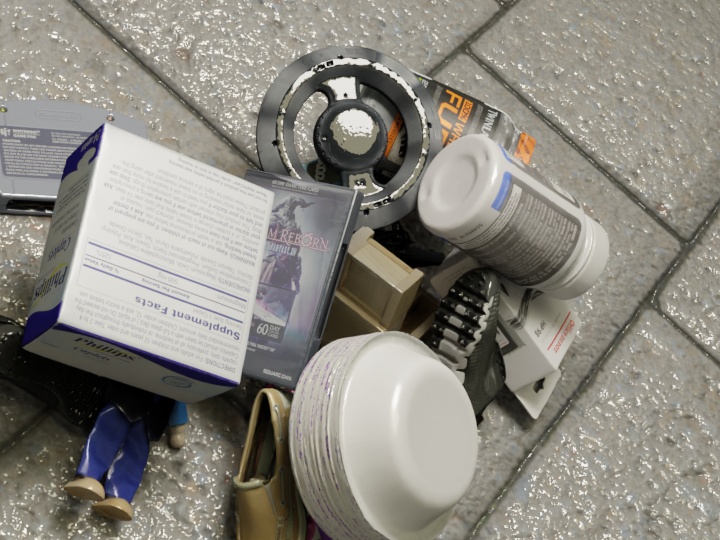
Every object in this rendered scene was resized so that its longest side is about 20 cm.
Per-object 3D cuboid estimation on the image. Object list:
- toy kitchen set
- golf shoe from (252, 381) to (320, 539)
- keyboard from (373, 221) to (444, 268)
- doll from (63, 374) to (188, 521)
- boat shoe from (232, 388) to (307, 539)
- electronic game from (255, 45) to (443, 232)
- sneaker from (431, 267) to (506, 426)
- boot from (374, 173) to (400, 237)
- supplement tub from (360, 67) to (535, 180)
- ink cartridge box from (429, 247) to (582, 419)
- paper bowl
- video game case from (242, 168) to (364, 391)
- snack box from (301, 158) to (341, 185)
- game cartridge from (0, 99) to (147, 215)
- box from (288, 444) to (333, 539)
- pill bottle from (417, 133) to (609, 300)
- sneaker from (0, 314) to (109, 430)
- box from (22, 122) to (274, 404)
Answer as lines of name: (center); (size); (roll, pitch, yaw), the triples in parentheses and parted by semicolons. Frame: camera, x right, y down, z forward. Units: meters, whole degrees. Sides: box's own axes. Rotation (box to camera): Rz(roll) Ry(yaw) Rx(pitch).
toy kitchen set: (0.000, 0.000, 1.500); (0.163, 0.200, 0.180); (37, 48, 15)
golf shoe: (-0.051, 0.177, 1.440); (0.091, 0.075, 0.201); (4, 63, -36)
keyboard: (0.010, -0.035, 1.569); (0.199, 0.104, 0.040); (9, 83, -37)
doll: (-0.209, 0.135, 1.364); (0.136, 0.048, 0.201); (46, 53, -39)
boat shoe: (-0.094, 0.210, 1.349); (0.076, 0.071, 0.201); (26, 63, -56)
electronic game: (-0.011, -0.138, 1.499); (0.199, 0.042, 0.201); (2, 81, -10)
sneaker: (0.120, 0.089, 1.529); (0.090, 0.201, 0.066); (0, 22, -42)
boot: (0.060, -0.115, 1.688); (0.153, 0.074, 0.204); (-1, 55, -22)
supplement tub: (0.085, -0.143, 1.590); (0.199, 0.123, 0.123); (23, 50, -2)
ink cartridge box: (0.176, 0.051, 1.596); (0.200, 0.067, 0.116); (53, 34, -8)
paper bowl: (0.034, 0.156, 1.326); (0.200, 0.104, 0.201); (19, 65, -48)
video game case: (-0.084, 0.007, 1.398); (0.019, 0.143, 0.201); (22, 83, -54)
snack box: (-0.108, -0.056, 1.535); (0.200, 0.116, 0.037); (-24, 71, -37)
game cartridge: (-0.321, -0.120, 1.521); (0.199, 0.041, 0.134); (2, 61, -27)
box: (0.019, 0.191, 1.415); (0.200, 0.039, 0.137); (-33, 108, -51)
pill bottle: (0.164, -0.050, 1.500); (0.200, 0.114, 0.114); (30, 45, -35)
sneaker: (-0.318, 0.082, 1.354); (0.200, 0.104, 0.060); (41, 76, -42)
box: (-0.194, -0.002, 1.319); (0.183, 0.105, 0.201); (22, 63, -27)
